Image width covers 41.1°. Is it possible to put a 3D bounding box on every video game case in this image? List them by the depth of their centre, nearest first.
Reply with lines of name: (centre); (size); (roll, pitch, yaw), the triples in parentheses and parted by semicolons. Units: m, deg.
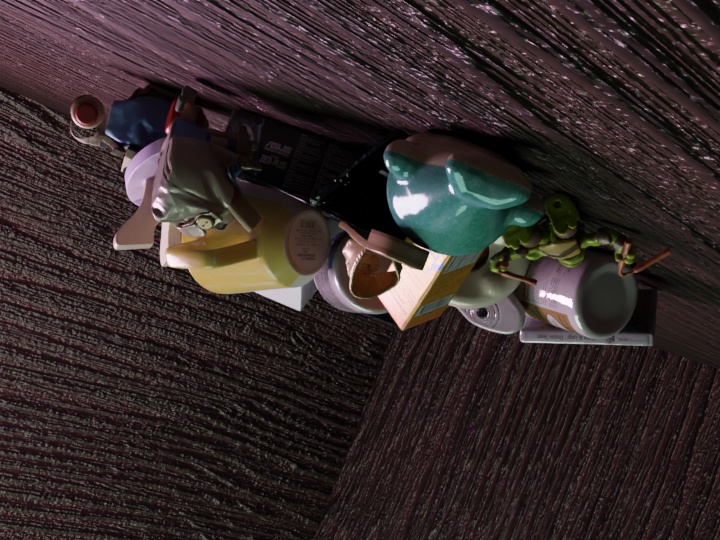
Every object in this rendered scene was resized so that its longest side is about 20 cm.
video game case: (0.339, 0.065, 1.412); (0.182, 0.024, 0.200); (1, -164, 18)

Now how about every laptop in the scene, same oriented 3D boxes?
laptop: (0.007, -0.101, 1.076); (0.177, 0.200, 0.103); (21, -139, -48)

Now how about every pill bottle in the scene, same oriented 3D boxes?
pill bottle: (0.000, 0.000, 1.281); (0.114, 0.114, 0.200); (21, 174, -12)
pill bottle: (0.275, 0.019, 1.337); (0.114, 0.115, 0.200); (22, 179, -31)

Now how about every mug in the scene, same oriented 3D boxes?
mug: (-0.129, -0.027, 1.203); (0.153, 0.187, 0.150); (5, 138, 40)

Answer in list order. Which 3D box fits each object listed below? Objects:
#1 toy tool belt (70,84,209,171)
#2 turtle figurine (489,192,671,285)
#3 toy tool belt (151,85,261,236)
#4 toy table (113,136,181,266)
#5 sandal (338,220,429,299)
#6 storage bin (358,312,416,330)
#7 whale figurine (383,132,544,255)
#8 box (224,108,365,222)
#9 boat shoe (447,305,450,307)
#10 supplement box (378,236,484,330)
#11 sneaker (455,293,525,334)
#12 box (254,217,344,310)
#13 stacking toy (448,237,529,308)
toy tool belt: (-0.312, -0.200, 1.359); (0.200, 0.125, 0.123); (13, -165, -16)
turtle figurine: (0.220, -0.036, 1.026); (0.200, 0.065, 0.161); (-4, 164, 25)
toy tool belt: (-0.176, -0.124, 1.149); (0.123, 0.125, 0.200); (17, -144, -18)
toy table: (-0.253, -0.091, 1.325); (0.183, 0.117, 0.200); (-8, 163, -15)
sandal: (0.010, -0.004, 0.995); (0.078, 0.070, 0.212); (23, 180, -14)
storage bin: (0.055, -0.016, 1.579); (0.135, 0.200, 0.094); (22, 179, -13)
whale figurine: (0.090, -0.065, 0.879); (0.159, 0.104, 0.200); (22, -179, -9)
box: (-0.071, -0.131, 1.307); (0.200, 0.086, 0.164); (21, 179, 20)
boat shoe: (0.095, -0.022, 1.304); (0.066, 0.200, 0.074); (-26, 120, 31)
supplement box: (0.086, -0.018, 1.071); (0.069, 0.200, 0.067); (-18, -118, -34)
sneaker: (0.163, 0.016, 1.382); (0.200, 0.073, 0.112); (29, -155, 21)
box: (-0.081, -0.058, 1.449); (0.097, 0.200, 0.125); (22, 135, 17)
stacking toy: (0.143, -0.042, 1.240); (0.146, 0.146, 0.200); (21, -166, 3)
